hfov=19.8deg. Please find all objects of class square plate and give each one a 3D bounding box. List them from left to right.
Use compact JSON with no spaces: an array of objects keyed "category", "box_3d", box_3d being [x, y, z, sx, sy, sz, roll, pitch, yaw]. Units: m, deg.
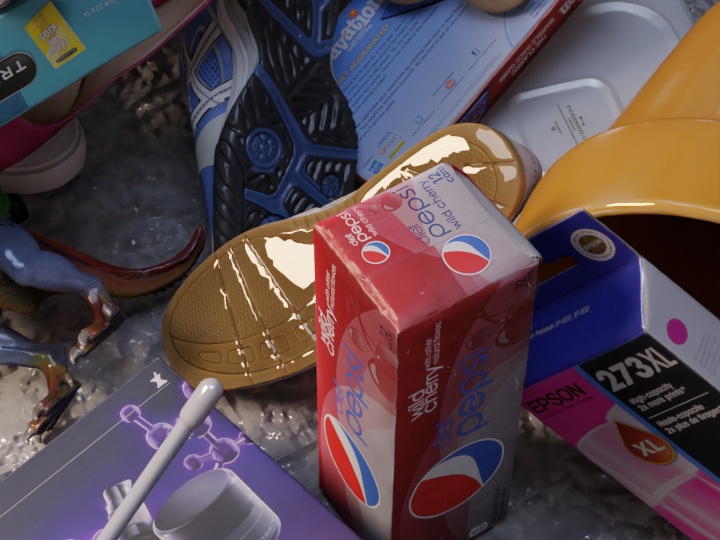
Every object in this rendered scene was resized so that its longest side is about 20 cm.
[{"category":"square plate","box_3d":[0.107,-0.065,1.055,0.197,0.028,0.200,-13,55,-11]}]

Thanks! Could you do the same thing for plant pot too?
[{"category":"plant pot","box_3d":[0.180,-0.024,0.922,0.199,0.201,0.184,18,54,12]}]

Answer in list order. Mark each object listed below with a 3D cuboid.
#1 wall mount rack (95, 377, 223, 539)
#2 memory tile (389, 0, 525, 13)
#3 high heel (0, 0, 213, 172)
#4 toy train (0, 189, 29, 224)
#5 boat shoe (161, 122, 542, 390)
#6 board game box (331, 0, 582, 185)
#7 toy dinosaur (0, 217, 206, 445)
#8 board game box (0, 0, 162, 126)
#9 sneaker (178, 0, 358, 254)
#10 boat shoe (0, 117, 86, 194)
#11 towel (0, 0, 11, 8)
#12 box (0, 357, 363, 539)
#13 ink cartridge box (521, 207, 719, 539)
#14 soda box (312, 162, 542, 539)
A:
[{"category":"wall mount rack","box_3d":[-0.077,0.146,0.778,0.200,0.075,0.174,41,63,21]},{"category":"memory tile","box_3d":[0.023,-0.230,1.018,0.153,0.201,0.017,11,20,29]},{"category":"high heel","box_3d":[-0.125,-0.108,0.976,0.200,0.067,0.096,-42,29,-5]},{"category":"toy train","box_3d":[-0.249,0.013,0.987,0.200,0.042,0.056,-36,51,-24]},{"category":"boat shoe","box_3d":[0.000,0.000,0.958,0.200,0.069,0.071,-28,78,22]},{"category":"board game box","box_3d":[0.049,-0.133,1.051,0.200,0.019,0.103,-49,56,-3]},{"category":"toy dinosaur","box_3d":[-0.203,0.000,0.954,0.181,0.105,0.200,37,32,7]},{"category":"board game box","box_3d":[-0.207,-0.095,0.908,0.200,0.047,0.151,-32,35,-13]},{"category":"sneaker","box_3d":[-0.050,-0.082,1.032,0.075,0.077,0.201,11,75,-29]},{"category":"boat shoe","box_3d":[-0.224,-0.112,1.057,0.200,0.069,0.072,37,60,21]},{"category":"towel","box_3d":[-0.204,-0.180,0.895,0.199,0.086,0.166,-9,39,21]},{"category":"box","box_3d":[-0.111,0.154,0.864,0.141,0.079,0.200,37,62,26]},{"category":"ink cartridge box","box_3d":[0.133,0.059,0.867,0.200,0.095,0.037,40,54,-15]},{"category":"soda box","box_3d":[0.024,0.048,0.865,0.070,0.200,0.063,-26,57,-19]}]
